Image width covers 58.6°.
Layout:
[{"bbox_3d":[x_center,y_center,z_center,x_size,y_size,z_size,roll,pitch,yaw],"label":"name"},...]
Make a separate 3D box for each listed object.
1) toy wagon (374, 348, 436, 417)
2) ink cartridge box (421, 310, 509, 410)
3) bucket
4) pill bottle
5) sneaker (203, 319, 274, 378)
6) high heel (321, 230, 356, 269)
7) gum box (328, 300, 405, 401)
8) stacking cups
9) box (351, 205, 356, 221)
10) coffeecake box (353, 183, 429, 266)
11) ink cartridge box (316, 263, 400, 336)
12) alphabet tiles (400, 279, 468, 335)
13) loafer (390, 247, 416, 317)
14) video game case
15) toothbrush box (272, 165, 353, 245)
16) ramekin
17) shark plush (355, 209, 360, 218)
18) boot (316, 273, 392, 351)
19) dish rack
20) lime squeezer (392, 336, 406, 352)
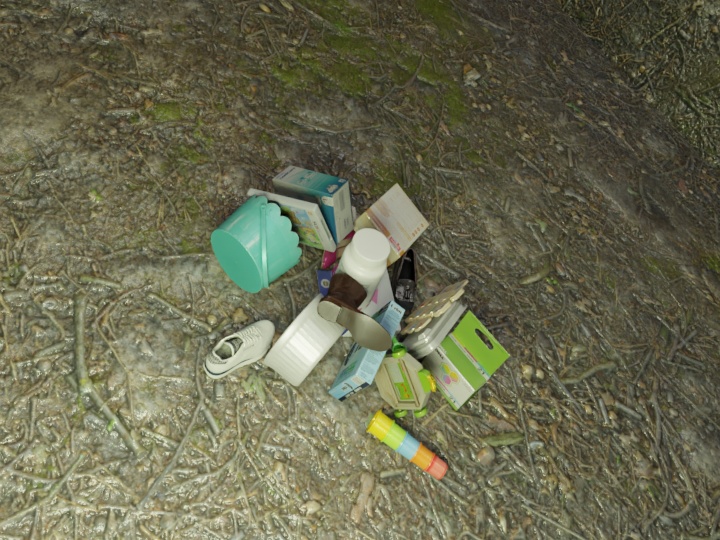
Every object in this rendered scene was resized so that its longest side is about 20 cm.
[{"bbox_3d":[0.107,0.254,1.458,0.039,0.197,0.159,-26,98,-40],"label":"toy wagon"},{"bbox_3d":[0.246,0.217,1.549,0.075,0.202,0.148,-27,67,-37],"label":"ink cartridge box"},{"bbox_3d":[-0.253,-0.058,1.544,0.206,0.209,0.135,41,57,11],"label":"bucket"},{"bbox_3d":[0.000,0.000,1.554,0.110,0.202,0.116,10,50,-13],"label":"pill bottle"},{"bbox_3d":[-0.263,0.166,1.445,0.076,0.081,0.199,41,48,14],"label":"sneaker"},{"bbox_3d":[-0.041,-0.054,1.710,0.093,0.069,0.201,19,30,5],"label":"high heel"},{"bbox_3d":[0.013,0.185,1.468,0.044,0.170,0.203,33,58,-7],"label":"gum box"},{"bbox_3d":[0.107,0.398,1.454,0.198,0.061,0.061,37,48,0],"label":"stacking cups"},{"bbox_3d":[-0.099,-0.179,1.754,0.196,0.042,0.039,25,53,30],"label":"box"},{"bbox_3d":[0.085,-0.127,1.788,0.155,0.073,0.200,50,43,-4],"label":"coffeecake box"},{"bbox_3d":[-0.006,0.075,1.654,0.194,0.044,0.201,4,54,-23],"label":"ink cartridge box"},{"bbox_3d":[0.184,0.090,1.615,0.195,0.199,0.015,-42,96,-23],"label":"alphabet tiles"},{"bbox_3d":[0.120,0.026,1.730,0.070,0.063,0.204,16,50,-13],"label":"loafer"},{"bbox_3d":[-0.168,-0.123,1.598,0.195,0.183,0.022,16,64,23],"label":"video game case"},{"bbox_3d":[-0.123,-0.172,1.672,0.195,0.150,0.085,16,41,29],"label":"toothbrush box"},{"bbox_3d":[-0.119,0.160,1.439,0.097,0.201,0.201,40,49,3],"label":"ramekin"},{"bbox_3d":[-0.020,-0.164,1.816,0.195,0.093,0.083,26,18,3],"label":"shark plush"},{"bbox_3d":[-0.001,0.085,1.423,0.184,0.065,0.200,33,17,-1],"label":"boot"},{"bbox_3d":[0.164,0.147,1.584,0.044,0.171,0.200,50,49,-4],"label":"dish rack"},{"bbox_3d":[0.097,0.209,1.527,0.037,0.071,0.206,-18,84,-3],"label":"lime squeezer"}]
